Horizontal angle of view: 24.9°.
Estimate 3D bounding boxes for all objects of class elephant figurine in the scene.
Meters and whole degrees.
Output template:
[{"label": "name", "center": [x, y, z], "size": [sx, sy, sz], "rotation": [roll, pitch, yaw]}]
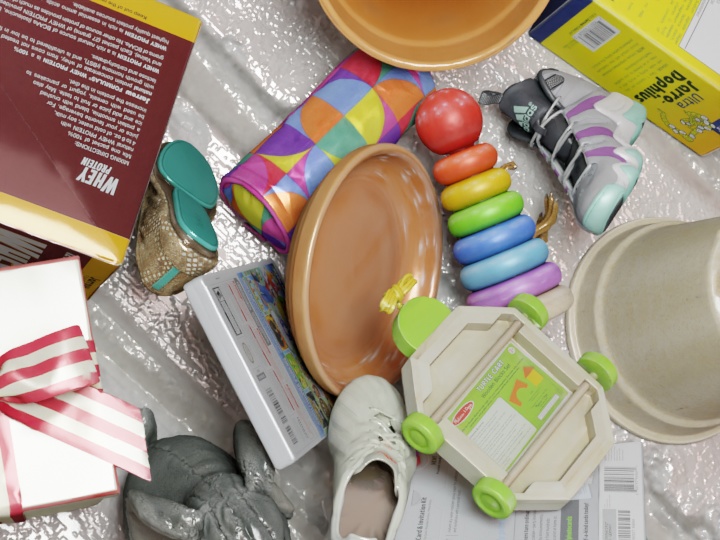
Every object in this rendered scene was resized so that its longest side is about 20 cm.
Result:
[{"label": "elephant figurine", "center": [-0.095, 0.177, 1.155], "size": [0.154, 0.200, 0.142], "rotation": [22, 73, -13]}]

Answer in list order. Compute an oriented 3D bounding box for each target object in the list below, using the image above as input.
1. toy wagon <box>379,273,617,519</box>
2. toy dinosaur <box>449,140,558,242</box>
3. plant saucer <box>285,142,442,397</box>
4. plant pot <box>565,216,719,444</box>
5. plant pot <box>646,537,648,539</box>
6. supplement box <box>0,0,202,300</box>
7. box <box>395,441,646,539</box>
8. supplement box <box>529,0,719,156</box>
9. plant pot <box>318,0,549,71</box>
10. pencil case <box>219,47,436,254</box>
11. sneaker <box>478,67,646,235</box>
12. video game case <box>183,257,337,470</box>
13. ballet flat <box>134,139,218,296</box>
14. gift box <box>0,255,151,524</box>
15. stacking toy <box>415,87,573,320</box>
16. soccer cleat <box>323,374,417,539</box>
[{"label": "toy wagon", "center": [0.093, 0.083, 1.202], "size": [0.200, 0.040, 0.155], "rotation": [41, 57, 7]}, {"label": "toy dinosaur", "center": [0.110, -0.025, 1.366], "size": [0.106, 0.060, 0.201], "rotation": [-7, 93, -10]}, {"label": "plant saucer", "center": [0.000, 0.000, 1.267], "size": [0.200, 0.037, 0.201], "rotation": [-20, 113, -55]}, {"label": "plant pot", "center": [0.298, 0.034, 1.342], "size": [0.199, 0.183, 0.202], "rotation": [4, 77, -20]}, {"label": "plant pot", "center": [0.116, 0.274, 1.227], "size": [0.199, 0.142, 0.142], "rotation": [2, 117, -8]}, {"label": "supplement box", "center": [-0.250, -0.112, 1.199], "size": [0.196, 0.133, 0.201], "rotation": [20, 72, -15]}, {"label": "box", "center": [0.111, 0.186, 1.212], "size": [0.199, 0.156, 0.041], "rotation": [0, 119, 8]}, {"label": "supplement box", "center": [0.269, -0.209, 1.425], "size": [0.200, 0.109, 0.109], "rotation": [33, 69, -10]}, {"label": "plant pot", "center": [0.052, -0.272, 1.284], "size": [0.199, 0.140, 0.201], "rotation": [-2, 113, -4]}, {"label": "pencil case", "center": [-0.022, -0.103, 1.310], "size": [0.200, 0.088, 0.088], "rotation": [-43, 95, -22]}, {"label": "sneaker", "center": [0.160, -0.110, 1.355], "size": [0.139, 0.078, 0.200], "rotation": [27, 28, -4]}, {"label": "video game case", "center": [-0.064, 0.063, 1.208], "size": [0.018, 0.200, 0.144], "rotation": [-28, 88, 12]}, {"label": "ballet flat", "center": [-0.145, -0.039, 1.219], "size": [0.070, 0.200, 0.065], "rotation": [40, 104, -17]}, {"label": "gift box", "center": [-0.251, 0.104, 1.113], "size": [0.184, 0.187, 0.201], "rotation": [-14, 81, -15]}, {"label": "stacking toy", "center": [0.095, -0.048, 1.297], "size": [0.085, 0.085, 0.201], "rotation": [-23, 90, -23]}, {"label": "soccer cleat", "center": [0.009, 0.142, 1.161], "size": [0.069, 0.078, 0.201], "rotation": [13, 43, -5]}]
